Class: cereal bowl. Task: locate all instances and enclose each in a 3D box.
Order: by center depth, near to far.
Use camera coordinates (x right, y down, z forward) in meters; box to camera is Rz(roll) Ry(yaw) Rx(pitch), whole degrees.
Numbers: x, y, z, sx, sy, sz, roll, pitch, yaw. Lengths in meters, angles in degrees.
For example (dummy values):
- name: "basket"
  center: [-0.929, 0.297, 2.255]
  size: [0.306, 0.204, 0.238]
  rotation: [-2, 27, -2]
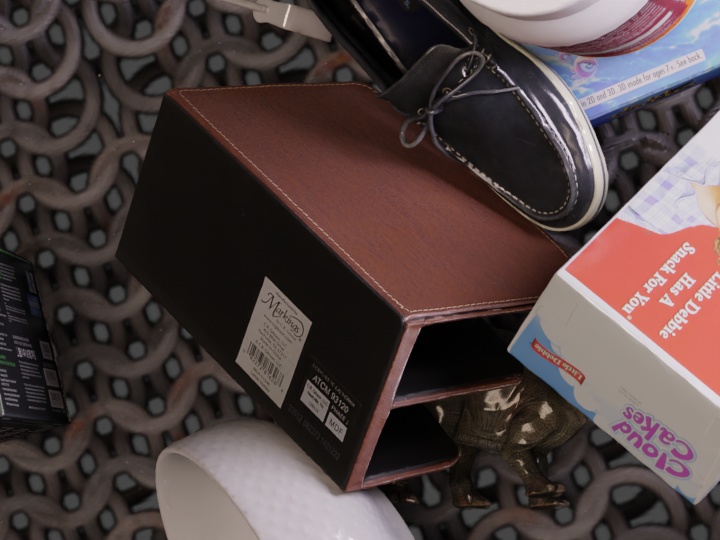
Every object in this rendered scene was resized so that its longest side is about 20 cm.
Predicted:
- name: "cereal bowl"
  center: [-0.019, 0.158, 1.417]
  size: [0.083, 0.200, 0.201]
  rotation: [-26, 83, -19]

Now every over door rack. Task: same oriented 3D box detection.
- name: "over door rack"
  center: [-0.091, -0.213, 1.459]
  size: [0.199, 0.067, 0.149]
  rotation: [18, 96, 29]

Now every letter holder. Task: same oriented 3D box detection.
- name: "letter holder"
  center: [0.000, 0.000, 1.417]
  size: [0.200, 0.142, 0.101]
  rotation: [43, 126, 36]

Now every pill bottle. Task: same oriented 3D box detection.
- name: "pill bottle"
  center: [0.095, -0.155, 1.318]
  size: [0.109, 0.200, 0.110]
  rotation: [0, 92, 14]

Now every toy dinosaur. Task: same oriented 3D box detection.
- name: "toy dinosaur"
  center: [0.060, 0.067, 1.453]
  size: [0.199, 0.077, 0.103]
  rotation: [-4, 77, 20]

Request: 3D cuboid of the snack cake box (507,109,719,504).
- name: "snack cake box"
  center: [0.175, 0.002, 1.352]
  size: [0.115, 0.200, 0.067]
  rotation: [40, 141, 10]

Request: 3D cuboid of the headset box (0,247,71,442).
- name: "headset box"
  center: [-0.265, 0.057, 1.456]
  size: [0.199, 0.174, 0.093]
  rotation: [-15, 84, 5]

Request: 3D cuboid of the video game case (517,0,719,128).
- name: "video game case"
  center: [0.119, -0.172, 1.438]
  size: [0.199, 0.045, 0.182]
  rotation: [-22, 84, 14]

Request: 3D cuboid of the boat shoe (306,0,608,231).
- name: "boat shoe"
  center: [0.040, -0.094, 1.391]
  size: [0.200, 0.062, 0.075]
  rotation: [50, 130, -2]
